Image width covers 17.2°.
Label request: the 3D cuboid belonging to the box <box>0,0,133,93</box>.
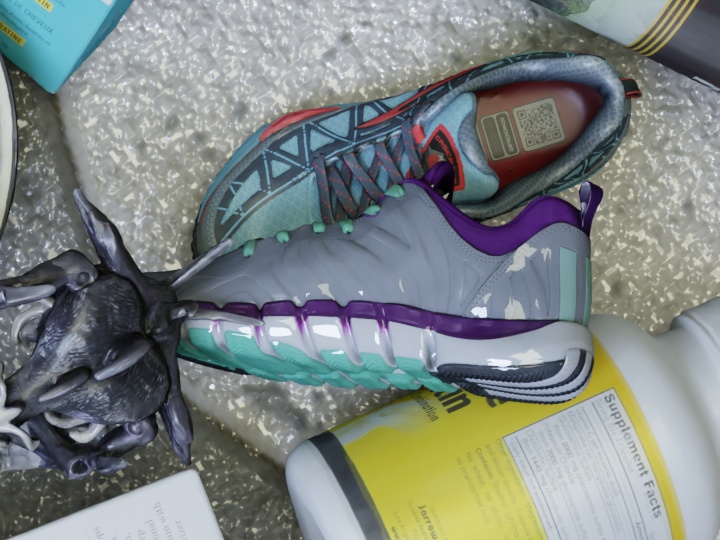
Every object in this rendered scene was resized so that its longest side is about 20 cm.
[{"bbox_3d":[-0.107,-0.153,0.920,0.082,0.200,0.049,39,56,-4],"label":"box"}]

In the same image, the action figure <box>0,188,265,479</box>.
[{"bbox_3d":[-0.140,0.041,0.891,0.199,0.102,0.120,-28,116,-22],"label":"action figure"}]

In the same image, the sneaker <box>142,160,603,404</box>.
[{"bbox_3d":[0.000,0.000,0.944,0.198,0.074,0.088,5,77,18],"label":"sneaker"}]

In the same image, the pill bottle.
[{"bbox_3d":[0.078,0.086,0.977,0.199,0.112,0.113,-23,90,-10],"label":"pill bottle"}]

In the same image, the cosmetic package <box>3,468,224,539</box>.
[{"bbox_3d":[-0.140,0.159,0.900,0.199,0.071,0.102,-19,83,-19],"label":"cosmetic package"}]

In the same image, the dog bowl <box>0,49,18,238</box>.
[{"bbox_3d":[-0.237,-0.048,0.958,0.198,0.074,0.202,0,87,-9],"label":"dog bowl"}]

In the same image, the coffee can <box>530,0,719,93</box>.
[{"bbox_3d":[0.133,-0.161,0.983,0.199,0.146,0.147,25,83,-6],"label":"coffee can"}]

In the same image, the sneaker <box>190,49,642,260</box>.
[{"bbox_3d":[0.022,-0.048,0.985,0.199,0.096,0.080,-25,90,-9],"label":"sneaker"}]
